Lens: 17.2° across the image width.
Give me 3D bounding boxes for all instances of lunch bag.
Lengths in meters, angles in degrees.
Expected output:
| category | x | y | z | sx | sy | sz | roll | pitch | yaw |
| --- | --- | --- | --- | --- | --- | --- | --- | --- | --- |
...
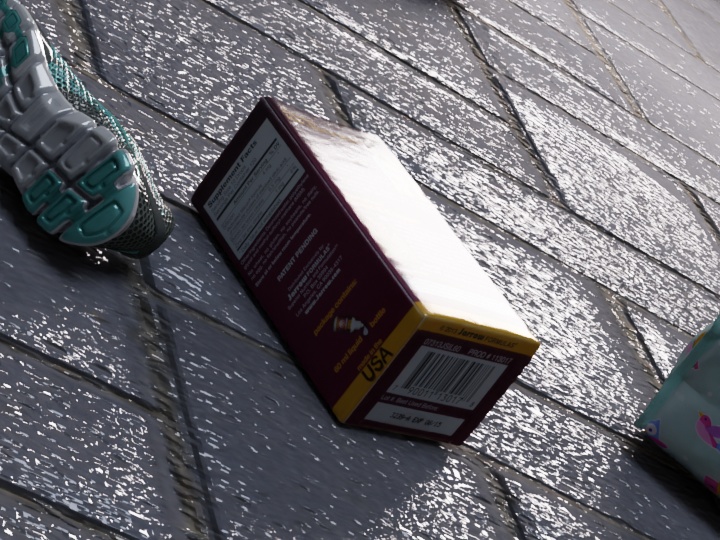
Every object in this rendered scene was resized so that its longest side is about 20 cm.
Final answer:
| category | x | y | z | sx | sy | sz | roll | pitch | yaw |
| --- | --- | --- | --- | --- | --- | --- | --- | --- | --- |
| lunch bag | 0.293 | 0.106 | 1.644 | 0.170 | 0.122 | 0.200 | 39 | 11 | 10 |

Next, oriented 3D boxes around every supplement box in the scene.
| category | x | y | z | sx | sy | sz | roll | pitch | yaw |
| --- | --- | --- | --- | --- | --- | --- | --- | --- | --- |
| supplement box | 0.000 | 0.000 | 1.406 | 0.110 | 0.086 | 0.200 | 16 | 30 | -47 |

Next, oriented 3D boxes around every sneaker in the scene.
| category | x | y | z | sx | sy | sz | roll | pitch | yaw |
| --- | --- | --- | --- | --- | --- | --- | --- | --- | --- |
| sneaker | -0.171 | -0.076 | 1.322 | 0.200 | 0.077 | 0.091 | 54 | 9 | 30 |
